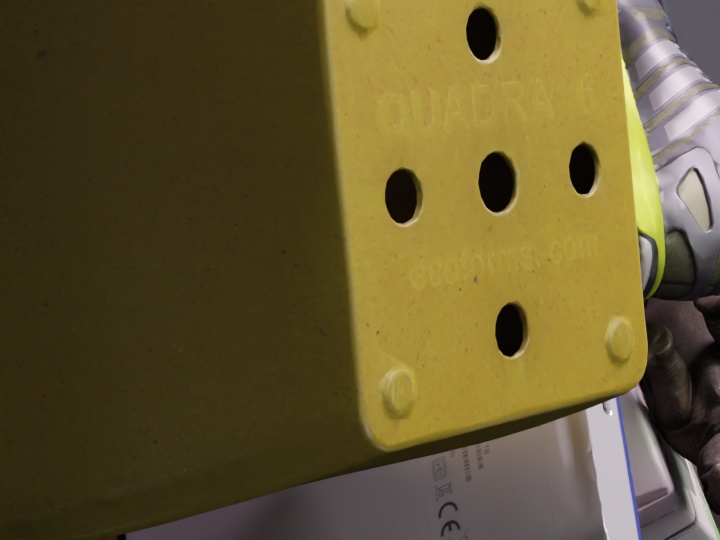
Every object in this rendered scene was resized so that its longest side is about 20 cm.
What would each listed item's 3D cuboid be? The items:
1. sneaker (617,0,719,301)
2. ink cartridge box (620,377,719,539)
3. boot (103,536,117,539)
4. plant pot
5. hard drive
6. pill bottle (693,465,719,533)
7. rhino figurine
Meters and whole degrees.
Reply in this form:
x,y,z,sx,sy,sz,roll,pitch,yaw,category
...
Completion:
x,y,z,sx,sy,sz,roll,pitch,yaw,category
0.115,-0.060,1.137,0.080,0.074,0.201,7,50,-12,sneaker
0.086,0.061,1.234,0.200,0.084,0.146,45,24,-72,ink cartridge box
-0.143,0.078,0.915,0.200,0.076,0.156,22,50,-62,boot
-0.026,-0.021,0.865,0.199,0.176,0.202,-10,96,-49,plant pot
0.001,0.074,0.999,0.025,0.199,0.133,29,45,-46,hard drive
0.225,0.159,1.418,0.113,0.113,0.201,36,37,-40,pill bottle
0.141,0.044,1.136,0.088,0.060,0.201,56,15,-39,rhino figurine
